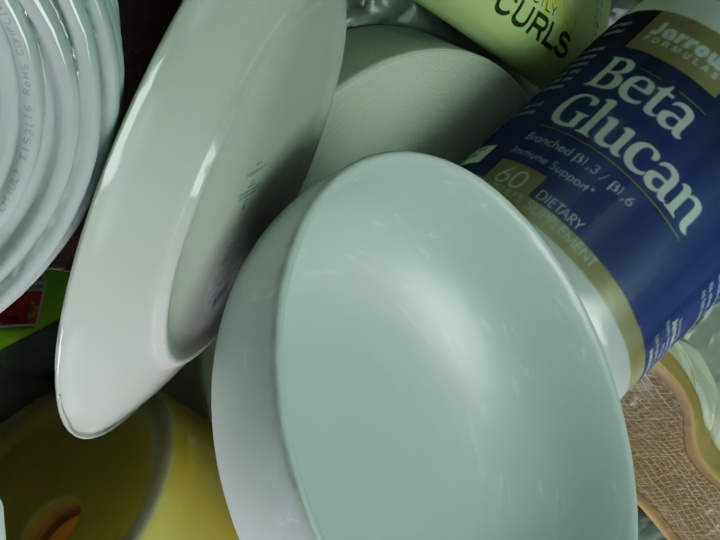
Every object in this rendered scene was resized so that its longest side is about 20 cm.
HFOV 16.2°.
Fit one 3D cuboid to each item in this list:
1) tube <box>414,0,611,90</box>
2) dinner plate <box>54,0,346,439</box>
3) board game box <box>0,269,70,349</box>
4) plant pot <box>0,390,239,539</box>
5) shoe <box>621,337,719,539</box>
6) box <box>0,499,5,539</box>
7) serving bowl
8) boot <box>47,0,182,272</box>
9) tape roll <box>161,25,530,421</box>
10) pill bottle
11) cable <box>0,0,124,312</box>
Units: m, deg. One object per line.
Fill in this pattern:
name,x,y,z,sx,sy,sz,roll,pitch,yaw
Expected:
tube,0.052,-0.122,1.014,0.058,0.052,0.200,-46,146,14
dinner plate,-0.043,-0.034,0.824,0.200,0.024,0.200,-61,169,-21
board game box,-0.148,-0.062,0.828,0.102,0.048,0.200,-30,130,-35
plant pot,-0.064,0.145,0.935,0.201,0.201,0.189,-51,125,-14
shoe,0.139,0.070,1.215,0.200,0.070,0.053,52,28,-43
box,-0.225,0.162,0.804,0.199,0.131,0.200,-24,127,-38
serving bowl,0.014,0.062,0.874,0.200,0.066,0.200,26,55,-44
boot,-0.057,-0.095,0.871,0.200,0.072,0.166,-32,141,-64
tape roll,0.000,0.000,1.033,0.203,0.037,0.203,-24,126,-37
pill bottle,0.120,-0.042,1.024,0.200,0.111,0.111,-43,137,-24
cable,-0.169,-0.060,0.728,0.200,0.069,0.200,-42,119,16
